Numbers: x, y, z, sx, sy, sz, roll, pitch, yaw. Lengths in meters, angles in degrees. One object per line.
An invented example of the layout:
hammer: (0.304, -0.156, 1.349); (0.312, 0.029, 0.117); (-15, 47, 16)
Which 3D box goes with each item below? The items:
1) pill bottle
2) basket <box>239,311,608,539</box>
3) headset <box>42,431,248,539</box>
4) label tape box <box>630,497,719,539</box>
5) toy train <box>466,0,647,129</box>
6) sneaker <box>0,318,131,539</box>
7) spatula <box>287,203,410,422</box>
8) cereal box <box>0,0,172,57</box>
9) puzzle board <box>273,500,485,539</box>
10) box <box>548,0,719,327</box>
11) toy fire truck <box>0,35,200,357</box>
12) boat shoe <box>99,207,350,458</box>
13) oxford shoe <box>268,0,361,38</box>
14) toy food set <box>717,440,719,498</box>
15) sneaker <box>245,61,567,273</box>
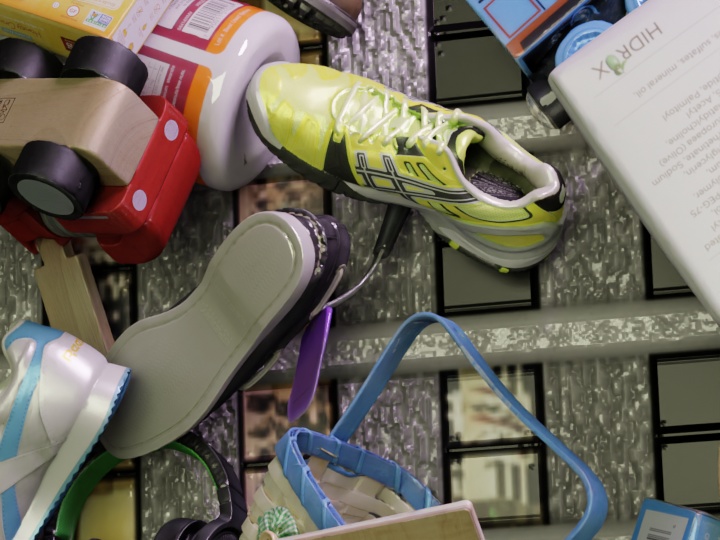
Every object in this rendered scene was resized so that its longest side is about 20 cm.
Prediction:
pill bottle: (-0.145, -0.127, 1.751); (0.199, 0.110, 0.110); (20, 85, 20)
basket: (0.030, 0.147, 1.619); (0.200, 0.139, 0.176); (-52, 50, 10)
headset: (-0.117, 0.190, 1.714); (0.123, 0.094, 0.201); (-16, 60, 17)
label tape box: (0.223, 0.224, 1.581); (0.199, 0.063, 0.145); (23, 83, -25)
toy train: (0.161, -0.171, 1.686); (0.200, 0.087, 0.114); (-41, 65, 5)
sneaker: (-0.212, 0.121, 1.689); (0.081, 0.077, 0.201); (32, 100, -3)
spatula: (0.000, 0.000, 1.698); (0.020, 0.057, 0.201); (32, 64, -6)
cereal box: (-0.151, -0.217, 1.718); (0.143, 0.040, 0.201); (18, 62, 24)
puzzle board: (0.017, 0.218, 1.552); (0.150, 0.017, 0.201); (-12, 114, 17)
box: (0.240, -0.074, 1.581); (0.200, 0.199, 0.172); (-35, 72, 7)
toy fire truck: (-0.165, -0.025, 1.705); (0.175, 0.200, 0.129); (2, 59, 39)
boat shoe: (-0.081, 0.036, 1.687); (0.074, 0.060, 0.200); (52, 121, 21)
oxford shoe: (-0.060, -0.221, 1.766); (0.084, 0.073, 0.200); (-43, 72, 0)
toy food set: (0.274, 0.127, 1.557); (0.049, 0.199, 0.199); (-34, 60, 51)
sneaker: (0.031, -0.075, 1.678); (0.199, 0.076, 0.076); (24, 59, -2)
